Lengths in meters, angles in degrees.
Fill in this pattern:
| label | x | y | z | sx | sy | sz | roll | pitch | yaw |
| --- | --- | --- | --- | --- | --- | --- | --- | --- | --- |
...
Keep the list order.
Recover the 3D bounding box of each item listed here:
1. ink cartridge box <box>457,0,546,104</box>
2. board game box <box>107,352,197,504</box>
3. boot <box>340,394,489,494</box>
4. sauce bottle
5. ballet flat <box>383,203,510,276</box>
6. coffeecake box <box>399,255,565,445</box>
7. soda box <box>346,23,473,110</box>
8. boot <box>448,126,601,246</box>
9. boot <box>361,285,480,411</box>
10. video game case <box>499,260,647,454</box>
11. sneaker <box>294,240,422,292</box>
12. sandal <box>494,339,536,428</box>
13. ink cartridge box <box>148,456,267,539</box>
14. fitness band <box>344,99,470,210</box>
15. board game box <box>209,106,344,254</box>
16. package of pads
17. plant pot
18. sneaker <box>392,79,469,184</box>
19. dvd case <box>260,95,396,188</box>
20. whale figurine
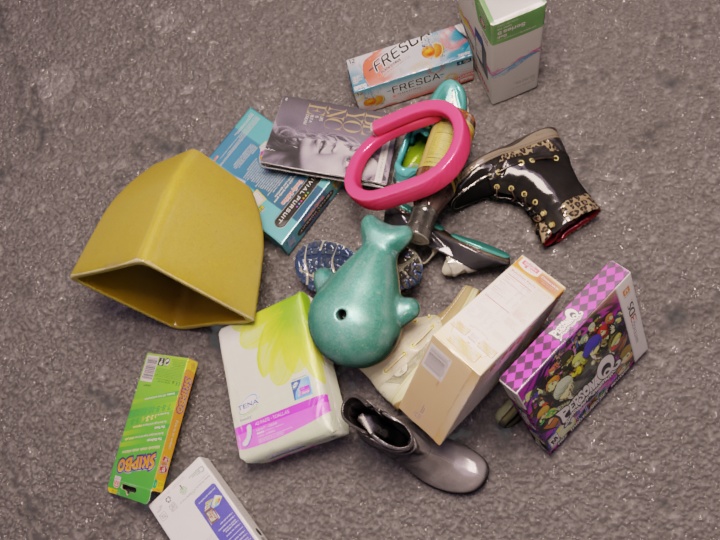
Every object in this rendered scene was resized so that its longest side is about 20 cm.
| label | x | y | z | sx | sy | sz | roll | pitch | yaw |
| --- | --- | --- | --- | --- | --- | --- | --- | --- | --- |
| ink cartridge box | 0.207 | -0.371 | 1.005 | 0.086 | 0.200 | 0.148 | -21 | 70 | 6 |
| board game box | -0.300 | 0.224 | 0.972 | 0.094 | 0.030 | 0.204 | 1 | 68 | 35 |
| boot | 0.069 | 0.228 | 0.864 | 0.196 | 0.132 | 0.071 | 18 | 74 | 15 |
| sauce bottle | 0.109 | -0.133 | 0.954 | 0.065 | 0.066 | 0.204 | 16 | 73 | 15 |
| ballet flat | 0.119 | -0.034 | 0.984 | 0.197 | 0.073 | 0.074 | 27 | 78 | 11 |
| coffeecake box | 0.152 | 0.096 | 0.839 | 0.073 | 0.155 | 0.199 | 39 | 49 | 20 |
| soda box | 0.079 | -0.321 | 1.079 | 0.196 | 0.069 | 0.065 | -16 | 69 | 6 |
| boot | 0.235 | -0.104 | 0.981 | 0.197 | 0.073 | 0.152 | -27 | 69 | -5 |
| boot | 0.061 | 0.072 | 0.952 | 0.154 | 0.072 | 0.201 | 37 | 84 | 21 |
| video game case | 0.273 | 0.115 | 0.843 | 0.200 | 0.182 | 0.036 | -44 | 45 | -7 |
| sneaker | 0.000 | 0.000 | 0.984 | 0.196 | 0.085 | 0.079 | 6 | 91 | 19 |
| sandal | 0.244 | 0.122 | 0.901 | 0.201 | 0.080 | 0.057 | -43 | 56 | -5 |
| ink cartridge box | -0.193 | 0.365 | 0.916 | 0.099 | 0.039 | 0.200 | -41 | 68 | -5 |
| fitness band | 0.061 | -0.160 | 0.937 | 0.197 | 0.037 | 0.146 | -16 | 54 | 32 |
| board game box | -0.145 | -0.145 | 1.073 | 0.199 | 0.047 | 0.152 | 36 | 80 | 19 |
| package of pads | -0.113 | 0.152 | 0.941 | 0.152 | 0.068 | 0.204 | -23 | 67 | 19 |
| plant pot | -0.252 | -0.050 | 0.959 | 0.193 | 0.193 | 0.204 | -8 | 60 | 41 |
| sneaker | 0.109 | -0.209 | 1.032 | 0.076 | 0.080 | 0.203 | 23 | 76 | 17 |
| dvd case | -0.043 | -0.204 | 1.053 | 0.195 | 0.016 | 0.151 | 11 | 56 | 3 |
| whale figurine | 0.003 | 0.026 | 0.883 | 0.156 | 0.104 | 0.204 | 20 | 89 | 20 |
